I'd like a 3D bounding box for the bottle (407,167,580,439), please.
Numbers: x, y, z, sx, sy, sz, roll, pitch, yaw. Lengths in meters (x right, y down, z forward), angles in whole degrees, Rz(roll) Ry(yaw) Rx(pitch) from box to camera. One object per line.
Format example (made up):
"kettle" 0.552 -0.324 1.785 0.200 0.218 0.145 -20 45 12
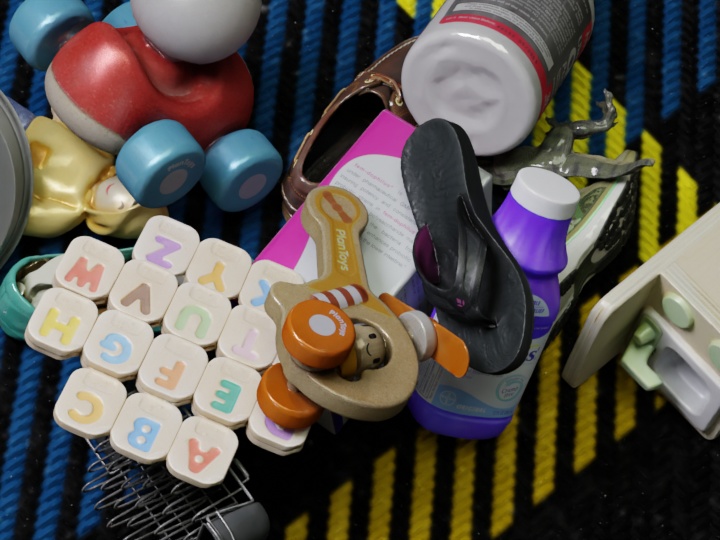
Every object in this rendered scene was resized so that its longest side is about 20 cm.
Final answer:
"bottle" 0.098 0.024 1.590 0.083 0.201 0.065 8 30 -25

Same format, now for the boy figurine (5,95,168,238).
"boy figurine" -0.235 -0.074 1.679 0.199 0.065 0.125 30 59 12

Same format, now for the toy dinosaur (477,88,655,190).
"toy dinosaur" 0.154 -0.093 1.719 0.199 0.048 0.088 -2 36 37

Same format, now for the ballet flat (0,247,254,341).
"ballet flat" -0.166 0.010 1.637 0.198 0.071 0.068 -9 63 -12

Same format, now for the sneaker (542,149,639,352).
"sneaker" 0.143 -0.030 1.703 0.088 0.077 0.200 28 58 21

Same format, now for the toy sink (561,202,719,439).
"toy sink" 0.263 0.037 1.645 0.200 0.131 0.112 -36 72 -24

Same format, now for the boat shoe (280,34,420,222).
"boat shoe" 0.011 -0.113 1.728 0.070 0.070 0.200 29 61 12

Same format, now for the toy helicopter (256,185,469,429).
"toy helicopter" -0.001 0.019 1.514 0.131 0.079 0.201 8 44 -16

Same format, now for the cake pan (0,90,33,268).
"cake pan" -0.332 -0.062 1.605 0.199 0.037 0.202 -2 103 -9

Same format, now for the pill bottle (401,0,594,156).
"pill bottle" 0.116 -0.184 1.738 0.110 0.111 0.200 27 43 7

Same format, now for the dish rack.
"dish rack" -0.141 0.142 1.528 0.054 0.154 0.200 -25 66 -33

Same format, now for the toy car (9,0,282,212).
"toy car" -0.120 -0.177 1.645 0.176 0.200 0.185 2 43 -53

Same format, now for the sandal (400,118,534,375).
"sandal" 0.060 -0.015 1.538 0.048 0.075 0.201 13 47 -43

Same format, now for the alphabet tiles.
"alphabet tiles" -0.117 0.049 1.504 0.199 0.015 0.196 23 49 0

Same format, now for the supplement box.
"supplement box" 0.000 0.000 1.630 0.101 0.104 0.200 33 70 19
